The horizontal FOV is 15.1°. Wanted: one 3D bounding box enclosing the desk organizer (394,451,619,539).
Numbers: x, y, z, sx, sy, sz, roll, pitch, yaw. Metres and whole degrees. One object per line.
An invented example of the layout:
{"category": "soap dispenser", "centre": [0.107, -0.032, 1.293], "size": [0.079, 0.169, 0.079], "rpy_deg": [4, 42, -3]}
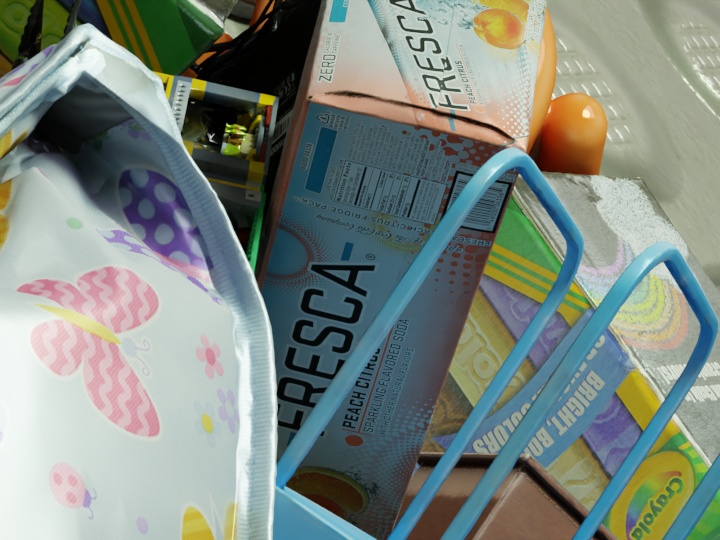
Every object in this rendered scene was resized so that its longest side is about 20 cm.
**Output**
{"category": "desk organizer", "centre": [0.081, 0.151, 0.888], "size": [0.200, 0.072, 0.077], "rpy_deg": [44, 68, -20]}

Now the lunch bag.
{"category": "lunch bag", "centre": [-0.112, 0.061, 0.596], "size": [0.127, 0.169, 0.200], "rpy_deg": [29, 47, -35]}

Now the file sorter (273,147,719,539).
{"category": "file sorter", "centre": [0.092, 0.077, 0.712], "size": [0.200, 0.123, 0.139], "rpy_deg": [34, -3, 19]}

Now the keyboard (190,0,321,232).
{"category": "keyboard", "centre": [-0.015, -0.051, 0.901], "size": [0.040, 0.200, 0.104], "rpy_deg": [14, 59, -29]}

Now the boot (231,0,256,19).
{"category": "boot", "centre": [-0.018, -0.204, 1.144], "size": [0.188, 0.200, 0.069], "rpy_deg": [21, 35, -45]}

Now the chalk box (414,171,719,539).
{"category": "chalk box", "centre": [0.090, 0.078, 1.002], "size": [0.200, 0.124, 0.124], "rpy_deg": [57, 25, 18]}

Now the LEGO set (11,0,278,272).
{"category": "LEGO set", "centre": [-0.095, 0.012, 0.790], "size": [0.116, 0.154, 0.200], "rpy_deg": [12, 33, -4]}

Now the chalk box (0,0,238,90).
{"category": "chalk box", "centre": [-0.144, -0.130, 0.928], "size": [0.200, 0.124, 0.125], "rpy_deg": [42, 26, -10]}

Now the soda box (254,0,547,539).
{"category": "soda box", "centre": [0.000, 0.000, 0.808], "size": [0.063, 0.200, 0.068], "rpy_deg": [14, 48, -4]}

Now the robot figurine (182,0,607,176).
{"category": "robot figurine", "centre": [0.009, -0.063, 1.033], "size": [0.200, 0.144, 0.117], "rpy_deg": [104, -36, -72]}
